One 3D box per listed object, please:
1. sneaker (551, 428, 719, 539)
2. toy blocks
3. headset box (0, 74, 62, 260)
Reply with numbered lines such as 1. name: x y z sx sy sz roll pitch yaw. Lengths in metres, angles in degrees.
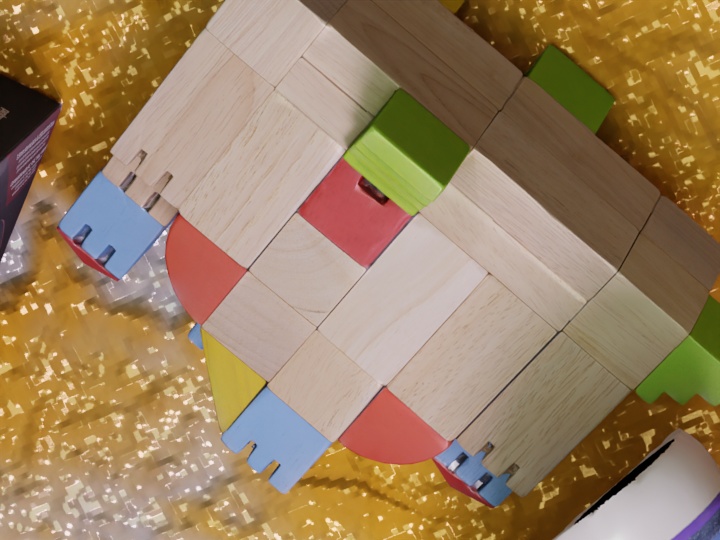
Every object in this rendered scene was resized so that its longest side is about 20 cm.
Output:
1. sneaker: 0.096 0.137 0.747 0.147 0.080 0.200 47 155 13
2. toy blocks: 0.000 0.000 0.778 0.200 0.100 0.137 40 123 -2
3. headset box: -0.162 0.025 0.781 0.075 0.149 0.201 25 111 2
